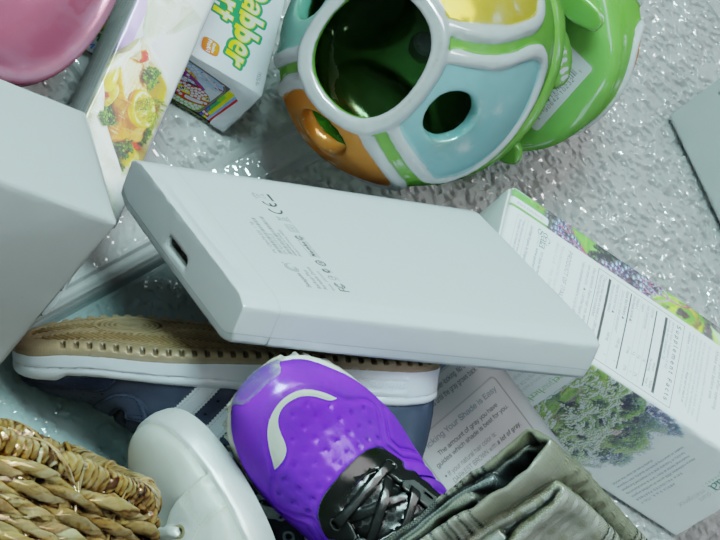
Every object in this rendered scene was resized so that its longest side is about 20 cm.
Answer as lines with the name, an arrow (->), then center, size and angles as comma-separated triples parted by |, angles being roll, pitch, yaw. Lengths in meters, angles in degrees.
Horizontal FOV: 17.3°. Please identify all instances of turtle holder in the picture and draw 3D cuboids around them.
turtle holder -> 0.041, -0.121, 1.204 | 0.141, 0.185, 0.132 | 66, 19, 2
turtle holder -> 0.074, -0.150, 1.343 | 0.185, 0.141, 0.132 | 18, 22, 21

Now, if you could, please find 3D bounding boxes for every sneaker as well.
sneaker -> -0.066, 0.082, 1.110 | 0.199, 0.109, 0.070 | 4, 14, -4
sneaker -> -0.079, 0.162, 1.032 | 0.084, 0.073, 0.201 | -12, 85, -37
sneaker -> 0.023, 0.118, 1.045 | 0.070, 0.099, 0.200 | -44, 118, -11

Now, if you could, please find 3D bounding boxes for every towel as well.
towel -> 0.046, 0.172, 1.000 | 0.200, 0.192, 0.035 | 46, 10, -44

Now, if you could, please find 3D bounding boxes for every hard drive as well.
hard drive -> 0.000, 0.000, 1.121 | 0.199, 0.027, 0.132 | 7, 27, -34

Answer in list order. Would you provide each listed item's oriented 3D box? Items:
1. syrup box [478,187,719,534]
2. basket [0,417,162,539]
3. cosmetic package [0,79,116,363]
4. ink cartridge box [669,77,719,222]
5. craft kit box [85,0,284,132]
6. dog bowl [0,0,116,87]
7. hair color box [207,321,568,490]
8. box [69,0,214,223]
syrup box -> 0.129, 0.052, 1.280 | 0.200, 0.079, 0.082 | 32, 47, -19
basket -> -0.180, 0.079, 0.971 | 0.200, 0.143, 0.149 | 25, 51, -25
cosmetic package -> -0.218, -0.037, 1.012 | 0.200, 0.113, 0.081 | 21, 34, -39
ink cartridge box -> 0.318, -0.048, 1.448 | 0.145, 0.145, 0.200 | -10, 71, -42
craft kit box -> -0.126, -0.201, 1.264 | 0.197, 0.048, 0.200 | 30, 49, -24
dog bowl -> -0.172, -0.171, 1.072 | 0.200, 0.074, 0.201 | -37, 134, -52
hair color box -> 0.024, 0.074, 1.196 | 0.200, 0.061, 0.099 | 53, 44, 1
box -> -0.107, -0.112, 1.176 | 0.039, 0.041, 0.201 | 29, 69, -22
